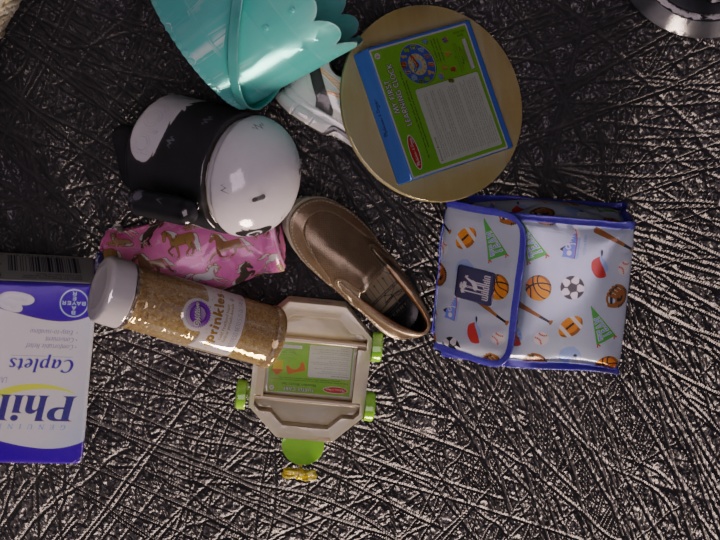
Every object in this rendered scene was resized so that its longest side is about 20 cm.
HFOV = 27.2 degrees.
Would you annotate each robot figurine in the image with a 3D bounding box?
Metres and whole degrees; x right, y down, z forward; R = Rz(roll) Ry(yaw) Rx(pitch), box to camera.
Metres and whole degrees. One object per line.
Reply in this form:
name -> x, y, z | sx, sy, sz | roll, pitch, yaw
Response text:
robot figurine -> -0.153, -0.103, 1.483 | 0.198, 0.125, 0.152 | 16, 79, 31

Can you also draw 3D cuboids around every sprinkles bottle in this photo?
sprinkles bottle -> -0.174, 0.043, 1.511 | 0.198, 0.068, 0.069 | 17, 106, -27

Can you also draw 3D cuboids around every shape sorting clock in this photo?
shape sorting clock -> 0.072, -0.169, 1.507 | 0.198, 0.039, 0.202 | 4, 81, -23

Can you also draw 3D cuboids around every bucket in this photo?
bucket -> -0.105, -0.263, 1.429 | 0.134, 0.207, 0.208 | -32, 105, 15

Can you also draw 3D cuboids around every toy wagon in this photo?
toy wagon -> -0.059, 0.130, 1.622 | 0.153, 0.040, 0.202 | 6, 106, -3

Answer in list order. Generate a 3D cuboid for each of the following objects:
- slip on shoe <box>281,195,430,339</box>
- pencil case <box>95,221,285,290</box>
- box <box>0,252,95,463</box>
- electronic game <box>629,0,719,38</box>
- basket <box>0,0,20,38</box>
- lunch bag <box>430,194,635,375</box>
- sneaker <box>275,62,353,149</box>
slip on shoe -> 0.000, 0.000, 1.556 | 0.076, 0.061, 0.200 | -44, 113, -9
pencil case -> -0.174, -0.020, 1.554 | 0.198, 0.083, 0.087 | -13, 134, 2
box -> -0.372, 0.090, 1.549 | 0.182, 0.105, 0.202 | 3, 107, -15
electronic game -> 0.350, -0.336, 1.500 | 0.198, 0.042, 0.202 | 0, 104, -1
basket -> -0.435, -0.265, 1.415 | 0.197, 0.200, 0.161 | 34, 100, -11
lunch bag -> 0.177, 0.012, 1.554 | 0.198, 0.124, 0.172 | 6, 103, 2
sneaker -> 0.014, -0.154, 1.526 | 0.199, 0.074, 0.080 | 30, 96, -12
